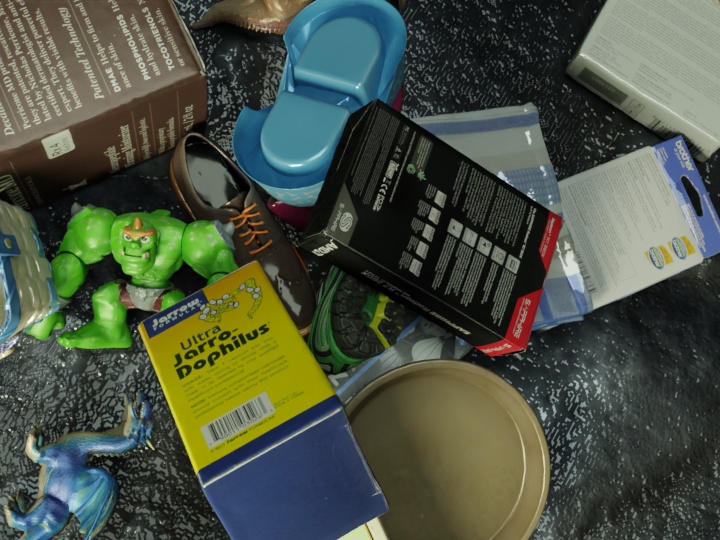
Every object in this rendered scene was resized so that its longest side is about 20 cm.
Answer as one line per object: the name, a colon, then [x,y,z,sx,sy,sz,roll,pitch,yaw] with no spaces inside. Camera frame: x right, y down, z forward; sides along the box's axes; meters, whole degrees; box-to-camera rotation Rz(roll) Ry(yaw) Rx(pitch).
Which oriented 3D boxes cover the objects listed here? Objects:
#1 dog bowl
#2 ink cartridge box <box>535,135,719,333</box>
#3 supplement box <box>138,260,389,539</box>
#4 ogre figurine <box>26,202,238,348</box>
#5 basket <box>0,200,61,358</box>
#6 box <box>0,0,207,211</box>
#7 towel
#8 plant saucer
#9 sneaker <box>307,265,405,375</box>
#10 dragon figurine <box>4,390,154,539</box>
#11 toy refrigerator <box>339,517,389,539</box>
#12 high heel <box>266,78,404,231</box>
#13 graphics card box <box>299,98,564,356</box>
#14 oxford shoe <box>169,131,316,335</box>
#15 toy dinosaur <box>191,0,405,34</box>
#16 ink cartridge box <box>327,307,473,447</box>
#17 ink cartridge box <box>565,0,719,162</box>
dog bowl: [-0.029,-0.142,1.009,0.110,0.050,0.201,18,69,21]
ink cartridge box: [0.227,-0.035,1.089,0.198,0.042,0.120,-22,81,-9]
supplement box: [-0.075,0.104,0.875,0.109,0.200,0.109,-28,127,-7]
ogre figurine: [-0.182,0.010,0.992,0.198,0.098,0.121,8,95,24]
basket: [-0.332,0.012,0.894,0.175,0.200,0.140,-24,78,20]
box: [-0.248,-0.168,0.982,0.198,0.166,0.166,-25,83,-12]
towel: [0.119,-0.045,1.026,0.145,0.024,0.202,-9,79,-28]
plant saucer: [0.061,0.171,0.999,0.198,0.029,0.203,-1,98,-9]
sneaker: [0.000,0.000,0.996,0.078,0.085,0.201,39,47,-16]
dragon figurine: [-0.231,0.186,0.966,0.098,0.059,0.202,17,75,-4]
toy refrigerator: [-0.011,0.230,0.949,0.075,0.070,0.202,-24,102,-4]
high heel: [-0.020,-0.131,1.044,0.095,0.067,0.202,17,77,-37]
graphics card box: [0.060,-0.031,0.947,0.199,0.051,0.127,29,67,-23]
oxford shoe: [-0.102,-0.030,1.023,0.071,0.073,0.201,-36,85,-14]
toy dinosaur: [-0.053,-0.256,1.076,0.199,0.086,0.136,-35,92,-8]
ink cartridge box: [0.016,0.077,1.036,0.200,0.039,0.100,-42,88,-13]
ink cartridge box: [0.311,-0.229,1.144,0.162,0.057,0.201,32,67,-1]
